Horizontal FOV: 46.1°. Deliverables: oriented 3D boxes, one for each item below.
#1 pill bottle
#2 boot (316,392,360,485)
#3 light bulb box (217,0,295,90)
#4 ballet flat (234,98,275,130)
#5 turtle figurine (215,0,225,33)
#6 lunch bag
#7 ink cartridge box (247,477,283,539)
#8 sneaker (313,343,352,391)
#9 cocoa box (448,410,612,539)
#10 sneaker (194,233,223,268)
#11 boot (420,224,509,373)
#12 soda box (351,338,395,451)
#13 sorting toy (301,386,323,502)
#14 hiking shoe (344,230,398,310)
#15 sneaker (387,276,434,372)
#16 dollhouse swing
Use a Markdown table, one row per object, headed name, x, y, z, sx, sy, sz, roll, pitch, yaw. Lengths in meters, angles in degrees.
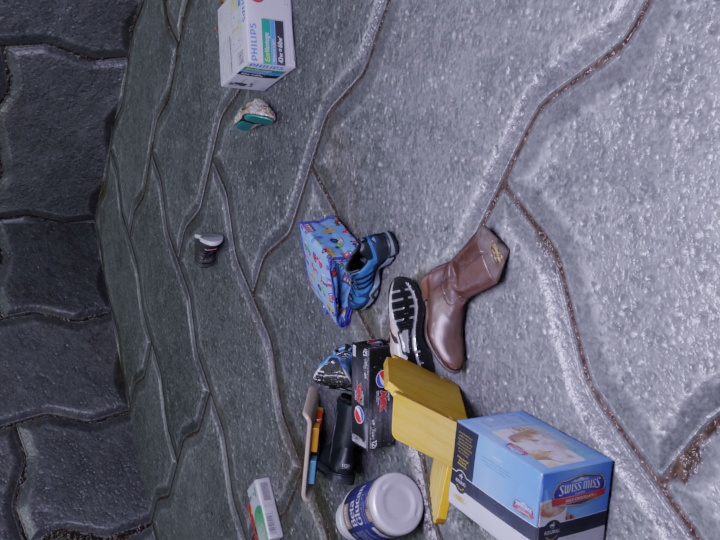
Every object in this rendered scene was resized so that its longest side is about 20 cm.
| name | x | y | z | sx | sy | sz | roll | pitch | yaw |
| --- | --- | --- | --- | --- | --- | --- | --- | --- | --- |
| pill bottle | 0.028 | 0.459 | 1.610 | 0.200 | 0.109 | 0.113 | -43 | 55 | 55 |
| boot | -0.033 | 0.341 | 1.758 | 0.200 | 0.075 | 0.171 | 167 | 116 | -80 |
| light bulb box | -0.253 | -0.561 | 2.038 | 0.199 | 0.123 | 0.202 | -10 | 83 | 60 |
| ballet flat | -0.269 | -0.400 | 2.140 | 0.199 | 0.075 | 0.065 | 3 | 79 | 58 |
| turtle figurine | -0.347 | -0.703 | 2.262 | 0.161 | 0.063 | 0.203 | -48 | 51 | 52 |
| lunch bag | -0.066 | 0.013 | 1.790 | 0.151 | 0.093 | 0.203 | 49 | 142 | 45 |
| ink cartridge box | -0.272 | 0.668 | 2.252 | 0.201 | 0.049 | 0.163 | -55 | 46 | 46 |
| sneaker | -0.046 | 0.189 | 1.702 | 0.200 | 0.077 | 0.092 | 71 | -154 | -76 |
| cocoa box | 0.234 | 0.297 | 1.192 | 0.199 | 0.131 | 0.134 | 23 | 111 | 59 |
| sneaker | -0.447 | -0.055 | 2.500 | 0.199 | 0.069 | 0.101 | -167 | 75 | -67 |
| boot | 0.177 | 0.048 | 1.363 | 0.200 | 0.063 | 0.189 | -39 | 60 | 51 |
| soda box | 0.026 | 0.238 | 1.636 | 0.063 | 0.070 | 0.204 | 13 | 104 | 55 |
| sorting toy | -0.104 | 0.380 | 1.866 | 0.185 | 0.036 | 0.204 | -81 | -8 | -79 |
| hiking shoe | 0.000 | 0.000 | 1.651 | 0.075 | 0.085 | 0.202 | 61 | 142 | 39 |
| sneaker | 0.076 | 0.113 | 1.534 | 0.080 | 0.073 | 0.204 | -24 | 71 | 62 |
| dollhouse swing | 0.087 | 0.272 | 1.363 | 0.200 | 0.179 | 0.178 | -84 | 20 | -78 |
